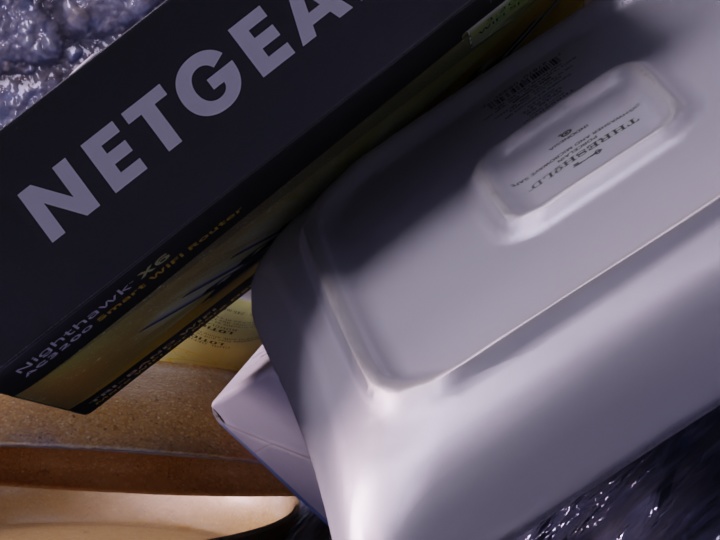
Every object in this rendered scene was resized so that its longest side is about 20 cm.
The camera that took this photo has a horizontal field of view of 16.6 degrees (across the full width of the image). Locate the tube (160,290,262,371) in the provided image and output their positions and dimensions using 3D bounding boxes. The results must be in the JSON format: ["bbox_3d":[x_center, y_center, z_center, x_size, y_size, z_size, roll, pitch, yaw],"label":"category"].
[{"bbox_3d":[-0.057,0.015,0.889,0.052,0.058,0.200,-28,-7,-21],"label":"tube"}]

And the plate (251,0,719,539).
[{"bbox_3d":[0.060,-0.021,0.612,0.199,0.032,0.200,-34,23,3],"label":"plate"}]

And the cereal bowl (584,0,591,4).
[{"bbox_3d":[0.094,-0.077,0.960,0.200,0.083,0.200,-45,5,5],"label":"cereal bowl"}]

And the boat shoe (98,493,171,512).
[{"bbox_3d":[-0.136,0.142,1.124,0.199,0.068,0.074,-40,7,44],"label":"boat shoe"}]

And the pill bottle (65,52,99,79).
[{"bbox_3d":[-0.100,-0.013,1.308,0.120,0.200,0.120,-45,6,6],"label":"pill bottle"}]

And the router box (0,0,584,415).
[{"bbox_3d":[-0.028,-0.042,0.693,0.200,0.052,0.157,-38,-7,0],"label":"router box"}]

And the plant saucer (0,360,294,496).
[{"bbox_3d":[-0.093,0.056,0.886,0.200,0.198,0.036,152,122,-72],"label":"plant saucer"}]

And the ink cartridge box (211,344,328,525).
[{"bbox_3d":[0.060,-0.015,0.776,0.200,0.076,0.136,-51,9,-30],"label":"ink cartridge box"}]

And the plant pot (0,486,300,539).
[{"bbox_3d":[-0.122,0.105,0.961,0.198,0.028,0.200,-1,5,0],"label":"plant pot"}]
